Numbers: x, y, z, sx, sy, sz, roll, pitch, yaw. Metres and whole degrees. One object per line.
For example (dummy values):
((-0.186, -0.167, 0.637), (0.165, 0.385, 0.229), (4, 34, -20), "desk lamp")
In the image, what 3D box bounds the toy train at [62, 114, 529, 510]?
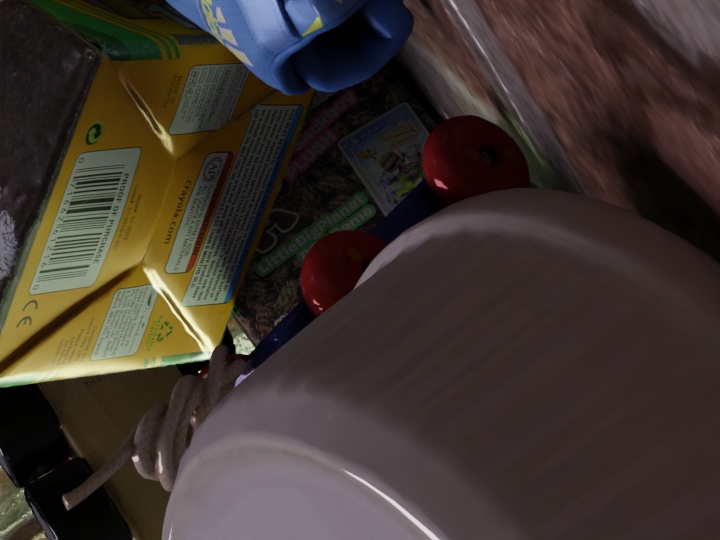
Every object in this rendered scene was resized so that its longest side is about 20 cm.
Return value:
((0.011, 0.052, 0.811), (0.116, 0.200, 0.085), (44, 134, 1), "toy train")

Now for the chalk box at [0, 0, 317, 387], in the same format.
((-0.134, -0.065, 0.969), (0.200, 0.125, 0.124), (34, -158, 30), "chalk box")

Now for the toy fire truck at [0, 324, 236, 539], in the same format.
((-0.083, 0.054, 1.117), (0.176, 0.128, 0.200), (53, 167, 22), "toy fire truck")

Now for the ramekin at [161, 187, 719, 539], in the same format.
((0.037, 0.089, 0.672), (0.202, 0.094, 0.203), (34, 139, 37), "ramekin")

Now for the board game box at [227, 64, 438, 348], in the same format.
((0.000, 0.000, 1.070), (0.200, 0.097, 0.160), (52, 176, 39), "board game box")

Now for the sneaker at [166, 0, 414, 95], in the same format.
((-0.041, -0.094, 0.869), (0.105, 0.076, 0.200), (54, 177, -7), "sneaker")
